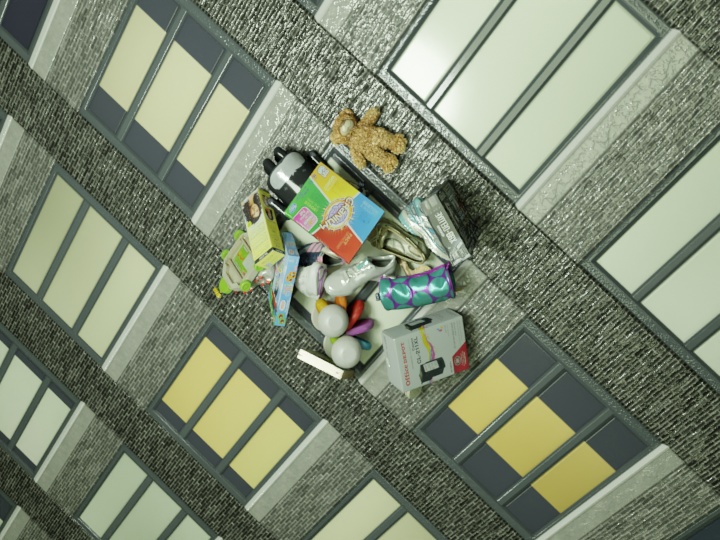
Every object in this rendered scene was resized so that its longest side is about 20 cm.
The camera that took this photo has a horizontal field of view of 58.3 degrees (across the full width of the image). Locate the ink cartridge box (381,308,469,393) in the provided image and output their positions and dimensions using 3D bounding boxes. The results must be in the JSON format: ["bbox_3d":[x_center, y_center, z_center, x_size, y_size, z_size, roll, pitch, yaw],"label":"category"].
[{"bbox_3d":[0.164,0.201,1.632,0.195,0.083,0.150,-17,107,-18],"label":"ink cartridge box"}]

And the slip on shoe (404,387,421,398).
[{"bbox_3d":[0.143,0.239,1.723,0.061,0.073,0.206,28,114,44],"label":"slip on shoe"}]

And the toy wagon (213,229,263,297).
[{"bbox_3d":[-0.334,-0.009,1.774,0.202,0.039,0.156,-53,48,14],"label":"toy wagon"}]

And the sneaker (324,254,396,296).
[{"bbox_3d":[0.000,0.000,1.634,0.195,0.089,0.077,-19,67,-14],"label":"sneaker"}]

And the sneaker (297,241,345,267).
[{"bbox_3d":[-0.111,-0.036,1.712,0.195,0.082,0.072,-15,105,24],"label":"sneaker"}]

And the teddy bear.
[{"bbox_3d":[0.017,-0.320,1.580,0.200,0.067,0.145,45,114,0],"label":"teddy bear"}]

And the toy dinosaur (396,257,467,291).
[{"bbox_3d":[0.164,0.039,1.651,0.196,0.058,0.103,27,113,10],"label":"toy dinosaur"}]

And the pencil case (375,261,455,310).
[{"bbox_3d":[0.138,0.041,1.597,0.195,0.085,0.095,-11,108,18],"label":"pencil case"}]

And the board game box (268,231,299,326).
[{"bbox_3d":[-0.207,0.021,1.734,0.036,0.152,0.205,8,114,-18],"label":"board game box"}]

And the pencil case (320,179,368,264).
[{"bbox_3d":[-0.042,-0.123,1.618,0.087,0.078,0.206,14,84,-7],"label":"pencil case"}]

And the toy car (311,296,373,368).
[{"bbox_3d":[-0.037,0.152,1.725,0.147,0.175,0.204,-25,99,-12],"label":"toy car"}]

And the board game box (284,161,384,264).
[{"bbox_3d":[-0.062,-0.138,1.559,0.198,0.040,0.155,36,84,2],"label":"board game box"}]

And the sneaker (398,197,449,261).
[{"bbox_3d":[0.189,-0.100,1.586,0.198,0.078,0.087,38,113,4],"label":"sneaker"}]

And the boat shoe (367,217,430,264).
[{"bbox_3d":[0.082,-0.074,1.640,0.197,0.063,0.075,29,115,9],"label":"boat shoe"}]

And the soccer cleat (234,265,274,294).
[{"bbox_3d":[-0.307,0.012,1.818,0.197,0.079,0.069,-15,141,40],"label":"soccer cleat"}]

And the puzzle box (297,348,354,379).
[{"bbox_3d":[-0.090,0.253,1.745,0.130,0.200,0.026,26,86,11],"label":"puzzle box"}]

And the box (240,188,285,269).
[{"bbox_3d":[-0.258,-0.111,1.701,0.075,0.050,0.204,-35,58,26],"label":"box"}]

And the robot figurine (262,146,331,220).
[{"bbox_3d":[-0.160,-0.220,1.649,0.199,0.125,0.151,42,119,3],"label":"robot figurine"}]

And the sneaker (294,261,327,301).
[{"bbox_3d":[-0.138,0.025,1.689,0.097,0.076,0.201,23,159,1],"label":"sneaker"}]

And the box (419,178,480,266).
[{"bbox_3d":[0.212,-0.117,1.501,0.049,0.200,0.160,-28,98,23],"label":"box"}]
